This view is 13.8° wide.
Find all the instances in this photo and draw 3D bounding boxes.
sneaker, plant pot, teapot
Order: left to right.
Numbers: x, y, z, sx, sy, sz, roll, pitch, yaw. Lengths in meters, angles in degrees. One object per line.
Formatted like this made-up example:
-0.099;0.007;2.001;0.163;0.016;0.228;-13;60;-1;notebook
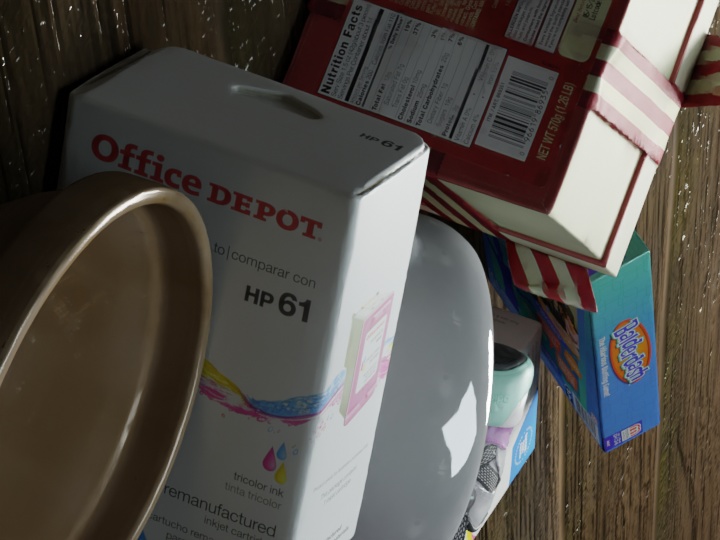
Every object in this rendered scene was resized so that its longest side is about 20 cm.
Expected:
-0.145;0.048;1.190;0.201;0.092;0.201;-52;153;-41;plant pot
-0.030;0.059;1.453;0.197;0.145;0.201;153;-58;-70;teapot
0.030;0.091;1.595;0.200;0.077;0.141;-125;-133;-76;sneaker

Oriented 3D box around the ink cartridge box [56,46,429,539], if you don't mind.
-0.063;0.021;1.306;0.085;0.144;0.201;-35;140;-60;ink cartridge box

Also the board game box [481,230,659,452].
0.123;-0.003;1.795;0.045;0.152;0.200;-27;149;-9;board game box

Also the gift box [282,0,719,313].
0.084;-0.095;1.533;0.185;0.199;0.187;-65;162;-2;gift box

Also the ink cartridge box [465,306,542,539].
0.038;0.123;1.801;0.200;0.067;0.117;-54;155;-39;ink cartridge box
